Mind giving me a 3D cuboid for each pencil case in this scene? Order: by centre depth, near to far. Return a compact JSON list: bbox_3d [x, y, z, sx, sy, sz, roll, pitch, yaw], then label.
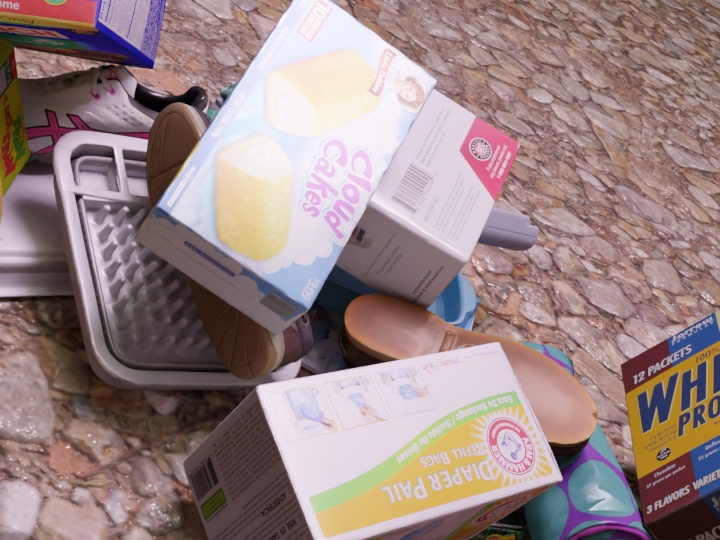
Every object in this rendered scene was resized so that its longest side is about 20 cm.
[{"bbox_3d":[0.150,0.146,0.929,0.085,0.093,0.201,-16,41,0],"label":"pencil case"}]

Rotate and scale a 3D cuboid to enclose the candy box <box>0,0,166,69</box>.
[{"bbox_3d":[-0.234,-0.197,0.847,0.168,0.078,0.200,9,1,1],"label":"candy box"}]

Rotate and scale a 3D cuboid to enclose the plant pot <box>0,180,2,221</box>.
[{"bbox_3d":[-0.300,-0.044,0.746,0.199,0.201,0.142,30,12,1],"label":"plant pot"}]

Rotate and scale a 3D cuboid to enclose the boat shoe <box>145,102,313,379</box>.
[{"bbox_3d":[-0.090,-0.022,0.856,0.065,0.072,0.201,-7,69,-50],"label":"boat shoe"}]

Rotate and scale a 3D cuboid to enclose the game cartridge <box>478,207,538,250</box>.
[{"bbox_3d":[0.048,-0.058,1.114,0.133,0.042,0.200,5,9,-36],"label":"game cartridge"}]

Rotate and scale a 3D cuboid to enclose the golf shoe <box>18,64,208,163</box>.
[{"bbox_3d":[-0.213,-0.127,0.938,0.199,0.092,0.073,9,36,-31],"label":"golf shoe"}]

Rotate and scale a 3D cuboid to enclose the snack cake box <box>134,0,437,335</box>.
[{"bbox_3d":[-0.045,-0.074,0.809,0.115,0.067,0.201,34,63,-10],"label":"snack cake box"}]

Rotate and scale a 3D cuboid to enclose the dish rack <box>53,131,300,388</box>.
[{"bbox_3d":[-0.139,0.000,0.890,0.171,0.044,0.201,6,56,-40],"label":"dish rack"}]

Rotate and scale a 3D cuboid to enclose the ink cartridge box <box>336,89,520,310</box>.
[{"bbox_3d":[0.002,-0.083,0.935,0.199,0.083,0.145,33,49,-4],"label":"ink cartridge box"}]

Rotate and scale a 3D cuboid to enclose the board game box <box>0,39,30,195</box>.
[{"bbox_3d":[-0.333,-0.124,0.840,0.199,0.102,0.048,13,48,6],"label":"board game box"}]

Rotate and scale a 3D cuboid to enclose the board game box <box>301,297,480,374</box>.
[{"bbox_3d":[0.000,0.031,1.033,0.199,0.026,0.200,29,30,-2],"label":"board game box"}]

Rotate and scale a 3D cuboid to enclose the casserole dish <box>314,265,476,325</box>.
[{"bbox_3d":[0.000,0.000,1.016,0.199,0.039,0.121,23,30,-13],"label":"casserole dish"}]

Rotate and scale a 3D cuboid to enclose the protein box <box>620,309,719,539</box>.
[{"bbox_3d":[0.315,0.161,0.932,0.200,0.135,0.199,48,24,-20],"label":"protein box"}]

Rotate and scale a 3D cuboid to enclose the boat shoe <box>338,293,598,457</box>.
[{"bbox_3d":[0.076,0.083,0.903,0.199,0.071,0.070,27,55,16],"label":"boat shoe"}]

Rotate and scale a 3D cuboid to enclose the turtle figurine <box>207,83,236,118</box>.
[{"bbox_3d":[-0.132,-0.123,1.072,0.199,0.101,0.150,2,1,-19],"label":"turtle figurine"}]

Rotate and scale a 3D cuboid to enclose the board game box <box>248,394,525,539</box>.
[{"bbox_3d":[0.016,0.145,0.878,0.199,0.024,0.105,13,35,-27],"label":"board game box"}]

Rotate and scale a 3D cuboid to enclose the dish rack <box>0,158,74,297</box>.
[{"bbox_3d":[-0.254,-0.051,0.920,0.199,0.044,0.172,0,40,-43],"label":"dish rack"}]

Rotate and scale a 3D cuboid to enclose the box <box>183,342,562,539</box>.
[{"bbox_3d":[0.010,0.125,0.771,0.199,0.112,0.102,-6,64,-39],"label":"box"}]
